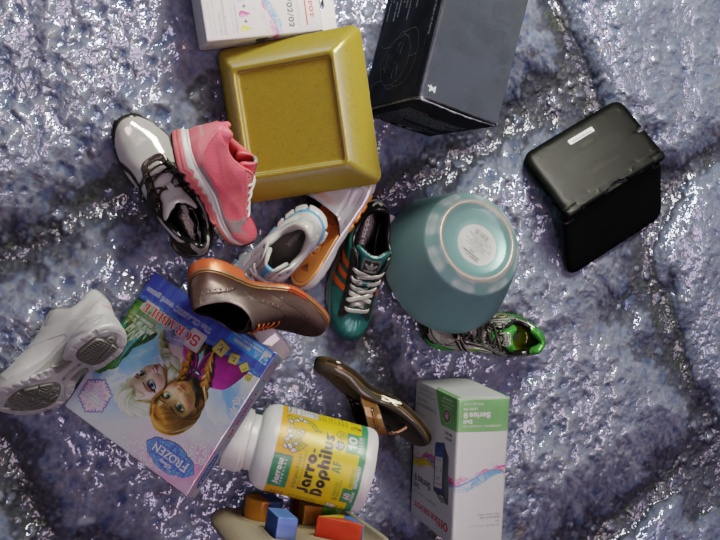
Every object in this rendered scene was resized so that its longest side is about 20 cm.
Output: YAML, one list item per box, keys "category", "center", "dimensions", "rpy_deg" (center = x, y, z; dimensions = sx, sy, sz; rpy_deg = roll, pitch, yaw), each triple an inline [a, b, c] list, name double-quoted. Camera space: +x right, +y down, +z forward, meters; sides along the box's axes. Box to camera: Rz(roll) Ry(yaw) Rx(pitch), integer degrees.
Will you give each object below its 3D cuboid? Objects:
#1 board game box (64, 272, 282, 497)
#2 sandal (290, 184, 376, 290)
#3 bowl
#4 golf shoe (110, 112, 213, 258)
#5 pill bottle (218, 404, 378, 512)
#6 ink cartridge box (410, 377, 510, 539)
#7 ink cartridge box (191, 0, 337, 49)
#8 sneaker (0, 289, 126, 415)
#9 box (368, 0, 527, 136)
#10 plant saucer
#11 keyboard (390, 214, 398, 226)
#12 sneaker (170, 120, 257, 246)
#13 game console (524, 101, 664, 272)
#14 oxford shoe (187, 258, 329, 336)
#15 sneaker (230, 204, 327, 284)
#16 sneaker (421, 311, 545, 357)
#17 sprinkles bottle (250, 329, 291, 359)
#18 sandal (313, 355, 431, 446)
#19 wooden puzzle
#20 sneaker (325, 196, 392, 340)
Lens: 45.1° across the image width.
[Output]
- category: "board game box"
  center: [-0.232, 0.139, 1.080]
  dimensions: [0.198, 0.041, 0.202]
  rpy_deg: [30, 80, 14]
- category: "sandal"
  center: [-0.046, -0.074, 1.163]
  dimensions: [0.059, 0.078, 0.210]
  rpy_deg: [30, 84, -48]
- category: "bowl"
  center: [0.139, -0.026, 1.196]
  dimensions: [0.197, 0.105, 0.205]
  rpy_deg: [6, 70, -17]
- category: "golf shoe"
  center: [-0.240, -0.109, 1.087]
  dimensions: [0.077, 0.094, 0.202]
  rpy_deg: [-35, 103, -13]
- category: "pill bottle"
  center: [-0.083, 0.243, 1.152]
  dimensions: [0.196, 0.113, 0.115]
  rpy_deg: [16, 89, -6]
- category: "ink cartridge box"
  center: [0.138, 0.266, 1.228]
  dimensions: [0.086, 0.145, 0.205]
  rpy_deg: [0, 94, -20]
- category: "ink cartridge box"
  center: [-0.118, -0.359, 1.127]
  dimensions: [0.196, 0.068, 0.118]
  rpy_deg: [-11, 98, -20]
- category: "sneaker"
  center: [-0.376, 0.099, 1.067]
  dimensions: [0.198, 0.100, 0.078]
  rpy_deg: [-33, 141, 5]
- category: "box"
  center: [0.109, -0.296, 1.149]
  dimensions: [0.122, 0.196, 0.204]
  rpy_deg: [15, 90, -20]
- category: "plant saucer"
  center: [-0.085, -0.197, 1.111]
  dimensions: [0.196, 0.048, 0.204]
  rpy_deg: [-7, 98, 13]
- category: "keyboard"
  center: [0.106, -0.023, 1.267]
  dimensions: [0.197, 0.011, 0.057]
  rpy_deg: [22, 86, -20]
- category: "sneaker"
  center: [-0.159, -0.104, 1.081]
  dimensions: [0.085, 0.075, 0.201]
  rpy_deg: [-21, 140, 5]
- category: "game console"
  center: [0.364, -0.131, 1.352]
  dimensions: [0.198, 0.117, 0.177]
  rpy_deg: [-30, 74, -16]
- category: "oxford shoe"
  center: [-0.125, 0.055, 1.073]
  dimensions: [0.197, 0.071, 0.074]
  rpy_deg: [20, 45, -27]
- category: "sneaker"
  center: [-0.125, -0.002, 1.115]
  dimensions: [0.075, 0.087, 0.200]
  rpy_deg: [41, 104, -5]
- category: "sneaker"
  center: [0.181, 0.084, 1.263]
  dimensions: [0.196, 0.085, 0.080]
  rpy_deg: [5, 92, -20]
- category: "sprinkles bottle"
  center: [-0.183, 0.147, 1.135]
  dimensions: [0.200, 0.068, 0.069]
  rpy_deg: [-43, 106, -9]
- category: "sandal"
  center: [0.010, 0.191, 1.206]
  dimensions: [0.199, 0.081, 0.055]
  rpy_deg: [38, 66, -16]
- category: "wooden puzzle"
  center: [-0.082, 0.328, 1.130]
  dimensions: [0.196, 0.185, 0.047]
  rpy_deg: [6, 87, -21]
- category: "sneaker"
  center: [0.000, 0.000, 1.189]
  dimensions: [0.070, 0.080, 0.205]
  rpy_deg: [6, 96, -18]
